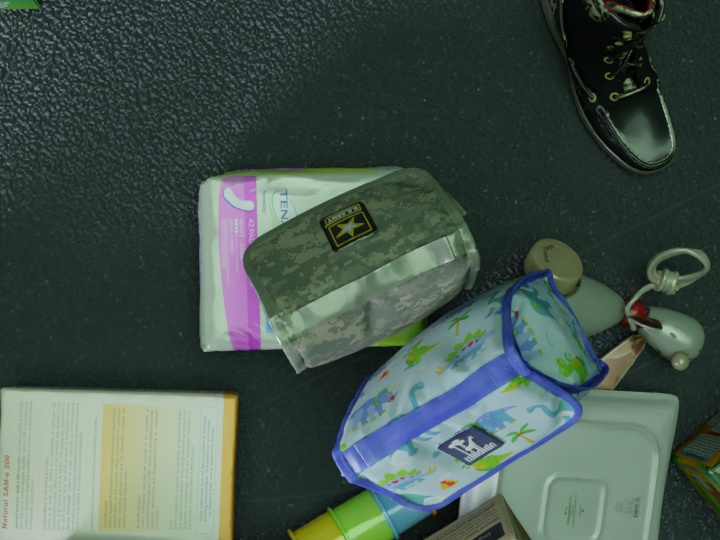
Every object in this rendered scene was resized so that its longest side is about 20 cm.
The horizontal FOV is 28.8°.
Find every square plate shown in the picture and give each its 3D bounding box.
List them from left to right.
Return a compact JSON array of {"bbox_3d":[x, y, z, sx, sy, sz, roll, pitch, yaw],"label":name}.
[{"bbox_3d":[0.180,0.202,1.212,0.195,0.028,0.203,5,95,-15],"label":"square plate"}]

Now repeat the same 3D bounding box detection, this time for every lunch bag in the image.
[{"bbox_3d":[0.000,0.000,1.078,0.162,0.200,0.119,-25,92,-4],"label":"lunch bag"},{"bbox_3d":[0.083,0.093,1.076,0.169,0.200,0.128,-35,80,21],"label":"lunch bag"}]

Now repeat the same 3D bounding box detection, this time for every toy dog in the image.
[{"bbox_3d":[0.205,0.051,1.203,0.197,0.133,0.097,4,48,2],"label":"toy dog"}]

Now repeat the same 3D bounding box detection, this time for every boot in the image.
[{"bbox_3d":[0.224,-0.182,1.193,0.073,0.154,0.206,-26,90,-5],"label":"boot"}]

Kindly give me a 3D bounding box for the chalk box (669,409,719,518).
[{"bbox_3d":[0.387,0.202,1.208,0.124,0.125,0.201,-40,90,-5],"label":"chalk box"}]

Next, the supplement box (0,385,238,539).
[{"bbox_3d":[-0.203,0.163,1.185,0.197,0.074,0.128,3,88,-5],"label":"supplement box"}]

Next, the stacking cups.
[{"bbox_3d":[0.033,0.196,1.215,0.199,0.060,0.061,-33,91,-9],"label":"stacking cups"}]

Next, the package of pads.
[{"bbox_3d":[-0.041,-0.011,1.209,0.197,0.068,0.157,-1,89,-6],"label":"package of pads"}]

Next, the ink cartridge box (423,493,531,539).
[{"bbox_3d":[0.103,0.313,1.163,0.164,0.075,0.201,-33,110,7],"label":"ink cartridge box"}]

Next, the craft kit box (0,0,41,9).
[{"bbox_3d":[-0.379,-0.325,1.205,0.197,0.049,0.201,-3,91,-5],"label":"craft kit box"}]
